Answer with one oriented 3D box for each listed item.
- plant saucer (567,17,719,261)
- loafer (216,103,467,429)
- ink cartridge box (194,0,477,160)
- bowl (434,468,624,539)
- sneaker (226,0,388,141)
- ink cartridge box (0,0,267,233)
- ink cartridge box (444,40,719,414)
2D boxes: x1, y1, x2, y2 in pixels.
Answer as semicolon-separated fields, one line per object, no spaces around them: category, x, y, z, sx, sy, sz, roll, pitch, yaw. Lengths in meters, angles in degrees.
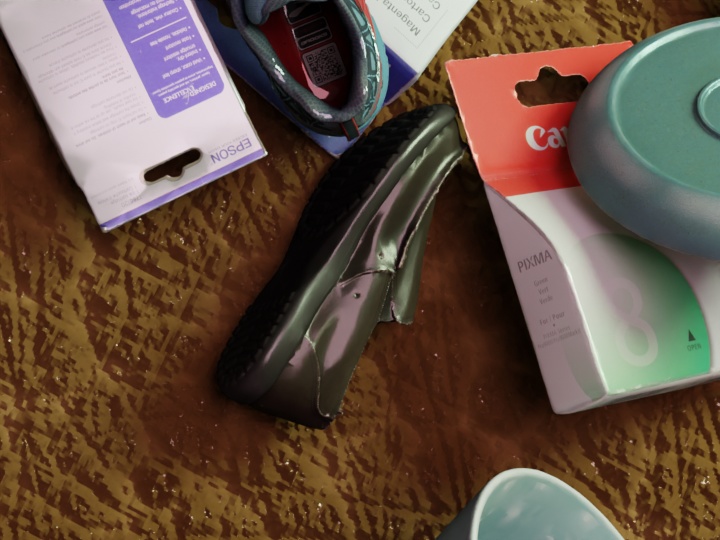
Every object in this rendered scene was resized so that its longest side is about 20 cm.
plant saucer;0.210;-0.078;1.553;0.200;0.027;0.200;-1;42;1
loafer;0.000;0.000;1.547;0.071;0.073;0.200;40;73;-21
ink cartridge box;-0.021;-0.197;1.595;0.196;0.043;0.200;40;66;-7
bowl;0.077;0.211;1.472;0.201;0.105;0.201;41;34;-35
sneaker;-0.040;-0.161;1.515;0.079;0.096;0.200;-29;99;4
ink cartridge box;-0.135;-0.126;1.526;0.099;0.039;0.200;-24;85;-8
ink cartridge box;0.141;-0.031;1.582;0.161;0.050;0.200;-10;82;-45
